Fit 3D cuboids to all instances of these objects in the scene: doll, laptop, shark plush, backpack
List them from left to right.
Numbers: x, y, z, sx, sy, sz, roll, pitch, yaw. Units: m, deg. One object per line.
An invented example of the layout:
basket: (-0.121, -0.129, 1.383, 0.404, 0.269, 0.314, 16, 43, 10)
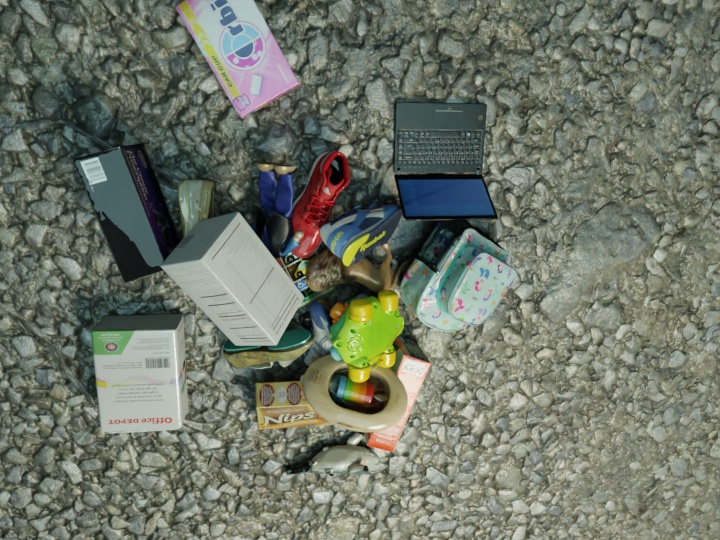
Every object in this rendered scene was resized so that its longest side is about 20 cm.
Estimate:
doll: (-0.157, -0.087, 0.919, 0.136, 0.048, 0.202, 14, 107, 30)
shark plush: (-0.055, 0.422, 1.102, 0.198, 0.091, 0.084, -18, 138, -9)
laptop: (0.155, -0.199, 0.938, 0.176, 0.103, 0.202, -2, 106, -9)
backpack: (0.179, 0.020, 0.977, 0.177, 0.151, 0.200, 25, 109, -41)

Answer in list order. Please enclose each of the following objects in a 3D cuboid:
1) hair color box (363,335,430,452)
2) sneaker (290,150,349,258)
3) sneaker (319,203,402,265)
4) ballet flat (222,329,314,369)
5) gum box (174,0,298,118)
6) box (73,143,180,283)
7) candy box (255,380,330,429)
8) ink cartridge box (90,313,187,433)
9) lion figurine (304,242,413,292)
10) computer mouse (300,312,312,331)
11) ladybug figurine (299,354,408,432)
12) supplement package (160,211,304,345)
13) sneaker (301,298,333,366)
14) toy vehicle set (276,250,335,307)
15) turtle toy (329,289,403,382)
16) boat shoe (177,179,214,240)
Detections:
hair color box: (0.064, 0.243, 1.044, 0.063, 0.111, 0.201, 19, 101, -14)
sneaker: (-0.076, -0.117, 0.902, 0.078, 0.115, 0.202, 15, 91, -11)
sneaker: (0.008, -0.082, 0.928, 0.082, 0.200, 0.074, 33, 127, 21)
ballet flat: (-0.166, 0.154, 0.981, 0.198, 0.071, 0.071, -9, 109, 21)
gum box: (-0.200, -0.368, 0.851, 0.113, 0.066, 0.201, -30, 108, -1)
box: (-0.375, -0.100, 0.861, 0.078, 0.141, 0.202, -17, 108, -6)
candy box: (-0.104, 0.263, 1.023, 0.198, 0.056, 0.116, 0, 143, -8)
ink cartridge box: (-0.404, 0.189, 0.967, 0.143, 0.084, 0.202, 0, 105, -9)
lion figurine: (0.000, 0.000, 0.959, 0.198, 0.123, 0.073, 14, 147, -8)
computer mouse: (-0.020, 0.105, 1.032, 0.198, 0.034, 0.059, 0, 107, -8)
ladybug figurine: (-0.014, 0.225, 0.946, 0.198, 0.072, 0.137, 19, 58, -1)
supplement package: (-0.206, 0.021, 0.866, 0.109, 0.114, 0.201, -6, 131, 37)
sneaker: (-0.078, 0.147, 0.999, 0.087, 0.075, 0.201, -11, 120, 6)
toy vehicle set: (-0.162, 0.024, 0.990, 0.199, 0.027, 0.125, -27, 108, -1)
turtle toy: (0.013, 0.101, 0.937, 0.199, 0.101, 0.147, -17, 114, -49)
boat shoe: (-0.275, -0.062, 0.921, 0.069, 0.074, 0.202, -6, 102, -6)
